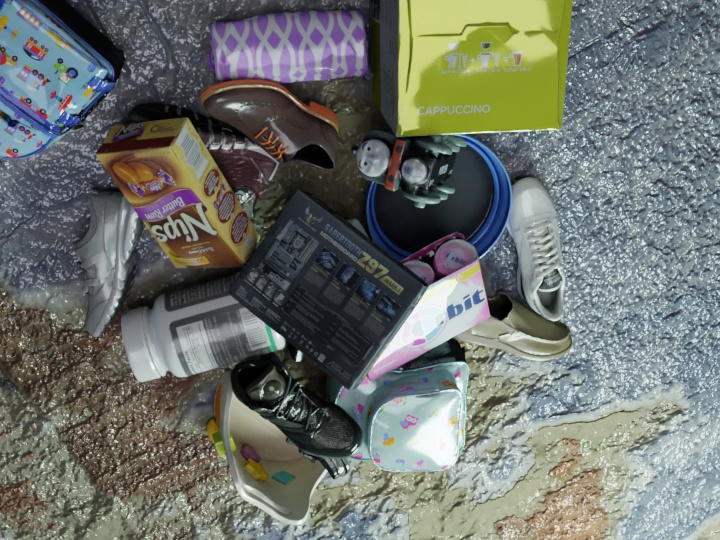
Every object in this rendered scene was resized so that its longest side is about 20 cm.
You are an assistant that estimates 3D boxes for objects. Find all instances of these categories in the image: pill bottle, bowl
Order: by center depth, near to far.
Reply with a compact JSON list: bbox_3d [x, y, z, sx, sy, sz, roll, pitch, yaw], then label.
[{"bbox_3d":[-0.206,0.074,1.358,0.197,0.113,0.114,-15,117,-2],"label":"pill bottle"},{"bbox_3d":[0.101,-0.092,1.375,0.198,0.039,0.203,-4,116,-9],"label":"bowl"}]

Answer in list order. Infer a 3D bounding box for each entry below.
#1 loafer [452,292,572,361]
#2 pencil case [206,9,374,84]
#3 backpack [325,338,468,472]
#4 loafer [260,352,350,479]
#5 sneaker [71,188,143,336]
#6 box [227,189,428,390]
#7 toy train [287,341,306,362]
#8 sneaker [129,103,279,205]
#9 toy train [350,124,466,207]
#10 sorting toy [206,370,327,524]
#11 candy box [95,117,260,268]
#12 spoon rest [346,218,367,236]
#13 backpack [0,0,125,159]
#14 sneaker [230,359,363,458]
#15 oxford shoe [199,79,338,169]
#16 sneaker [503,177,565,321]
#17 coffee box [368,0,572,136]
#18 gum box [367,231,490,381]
[{"bbox_3d":[0.213,0.075,1.455,0.197,0.076,0.068,9,120,-14],"label":"loafer"},{"bbox_3d":[-0.085,-0.265,1.233,0.197,0.086,0.085,-5,100,-8],"label":"pencil case"},{"bbox_3d":[0.050,0.188,1.442,0.197,0.154,0.178,0,121,-2],"label":"backpack"},{"bbox_3d":[-0.093,0.211,1.427,0.063,0.072,0.201,-33,82,-22],"label":"loafer"},{"bbox_3d":[-0.332,-0.014,1.327,0.081,0.075,0.202,16,106,-1],"label":"sneaker"},{"bbox_3d":[-0.040,0.022,1.262,0.199,0.051,0.159,36,97,9],"label":"box"},{"bbox_3d":[-0.071,0.030,1.400,0.034,0.046,0.202,-1,117,-25],"label":"toy train"},{"bbox_3d":[-0.199,-0.129,1.285,0.197,0.076,0.117,14,115,-17],"label":"sneaker"},{"bbox_3d":[0.057,-0.131,1.226,0.112,0.200,0.086,16,104,11],"label":"toy train"},{"bbox_3d":[-0.134,0.267,1.426,0.199,0.181,0.107,38,104,-23],"label":"sorting toy"},{"bbox_3d":[-0.217,-0.089,1.256,0.115,0.057,0.201,-1,138,29],"label":"candy box"},{"bbox_3d":[0.000,0.000,1.376,0.098,0.061,0.201,-2,140,15],"label":"spoon rest"},{"bbox_3d":[-0.394,-0.217,1.173,0.200,0.135,0.182,-42,115,14],"label":"backpack"},{"bbox_3d":[-0.087,0.180,1.343,0.198,0.114,0.077,34,81,7],"label":"sneaker"},{"bbox_3d":[-0.102,-0.173,1.236,0.198,0.074,0.071,11,151,-38],"label":"oxford shoe"},{"bbox_3d":[0.247,-0.030,1.410,0.075,0.081,0.202,-16,116,0],"label":"sneaker"},{"bbox_3d":[0.119,-0.280,1.196,0.197,0.198,0.203,-4,114,-8],"label":"coffee box"},{"bbox_3d":[0.074,0.046,1.357,0.198,0.066,0.114,-27,136,-9],"label":"gum box"}]
